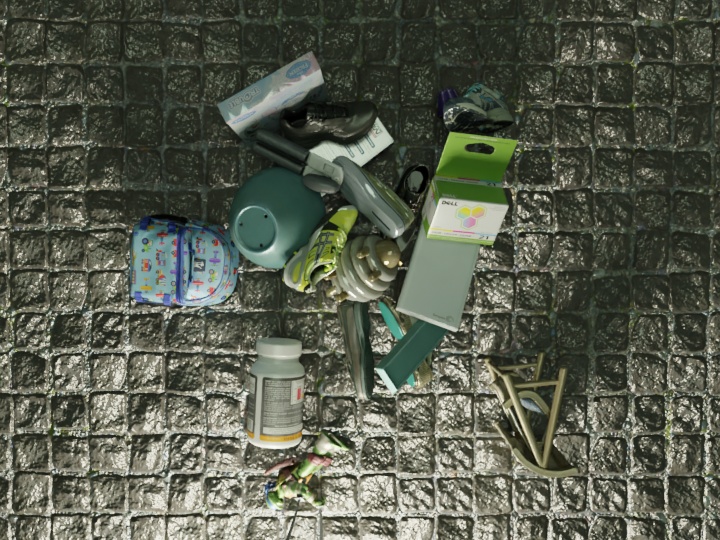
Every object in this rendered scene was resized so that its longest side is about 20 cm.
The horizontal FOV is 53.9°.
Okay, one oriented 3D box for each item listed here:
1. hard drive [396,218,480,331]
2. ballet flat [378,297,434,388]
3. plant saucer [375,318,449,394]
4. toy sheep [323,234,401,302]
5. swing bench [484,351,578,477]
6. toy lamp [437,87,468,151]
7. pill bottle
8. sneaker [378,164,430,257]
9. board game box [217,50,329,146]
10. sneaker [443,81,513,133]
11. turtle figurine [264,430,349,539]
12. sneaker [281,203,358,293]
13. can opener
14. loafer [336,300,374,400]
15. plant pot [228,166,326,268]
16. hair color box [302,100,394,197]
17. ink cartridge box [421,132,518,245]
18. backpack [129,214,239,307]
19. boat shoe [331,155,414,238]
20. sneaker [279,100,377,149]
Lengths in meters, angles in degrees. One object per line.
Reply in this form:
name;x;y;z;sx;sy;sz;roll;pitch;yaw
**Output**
hard drive;0.160;0.004;1.429;0.129;0.027;0.204;19;75;-3
ballet flat;0.102;0.138;1.454;0.074;0.068;0.204;-24;98;-21
plant saucer;0.112;0.153;1.415;0.200;0.019;0.071;-45;111;-27
toy sheep;0.000;0.000;1.405;0.198;0.137;0.140;-27;92;31
swing bench;0.329;0.279;1.384;0.126;0.199;0.206;-5;92;1
toy lamp;0.199;-0.266;1.435;0.057;0.058;0.205;-15;92;1
pill bottle;-0.168;0.243;1.425;0.113;0.116;0.206;4;93;0
sneaker;0.085;-0.117;1.415;0.073;0.106;0.205;16;92;-1
board game box;-0.160;-0.324;1.362;0.197;0.199;0.044;-29;88;1
sneaker;0.220;-0.324;1.389;0.077;0.198;0.088;-22;79;40
turtle figurine;-0.089;0.435;1.422;0.195;0.199;0.144;-51;125;-2
sneaker;-0.063;-0.038;1.359;0.076;0.076;0.201;31;78;30
can opener;-0.124;-0.208;1.362;0.197;0.067;0.054;27;120;6
loafer;-0.011;0.163;1.454;0.061;0.072;0.206;-6;85;20
plant pot;-0.177;-0.092;1.375;0.195;0.135;0.205;4;104;15
hair color box;-0.037;-0.238;1.434;0.198;0.061;0.101;-36;92;2
ink cartridge box;0.213;-0.155;1.363;0.144;0.077;0.203;5;135;-11
backpack;-0.345;-0.013;1.409;0.195;0.135;0.188;8;93;-3
boat shoe;0.022;-0.148;1.376;0.062;0.072;0.201;-34;78;-34
sneaker;-0.064;-0.288;1.359;0.195;0.091;0.078;-13;65;10
